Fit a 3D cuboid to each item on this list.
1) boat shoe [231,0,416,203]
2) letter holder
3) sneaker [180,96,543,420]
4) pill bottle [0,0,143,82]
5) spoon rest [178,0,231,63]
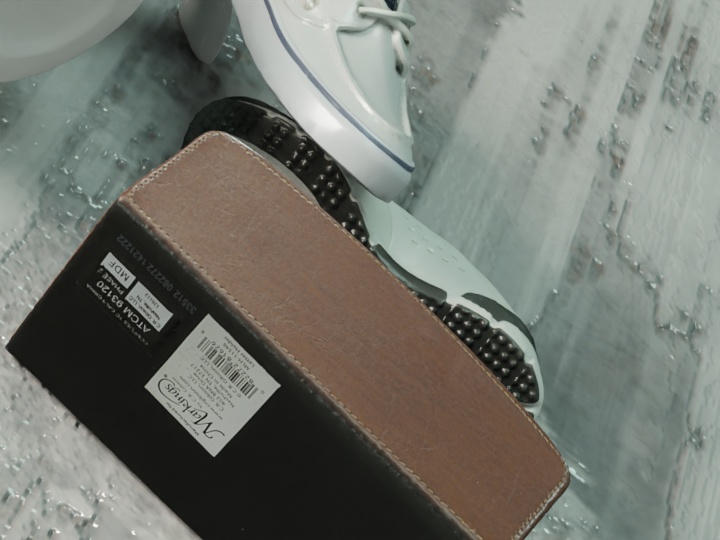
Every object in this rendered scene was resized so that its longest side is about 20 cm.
[{"bbox_3d":[-0.011,-0.109,1.199,0.074,0.065,0.200,37,18,-41],"label":"boat shoe"},{"bbox_3d":[-0.013,0.041,1.094,0.200,0.101,0.142,44,38,3],"label":"letter holder"},{"bbox_3d":[0.000,0.000,1.210,0.200,0.074,0.080,45,16,-1],"label":"sneaker"},{"bbox_3d":[-0.173,-0.185,1.132,0.109,0.110,0.200,-6,54,-48],"label":"pill bottle"},{"bbox_3d":[-0.137,-0.144,1.226,0.200,0.061,0.100,10,44,-40],"label":"spoon rest"}]
